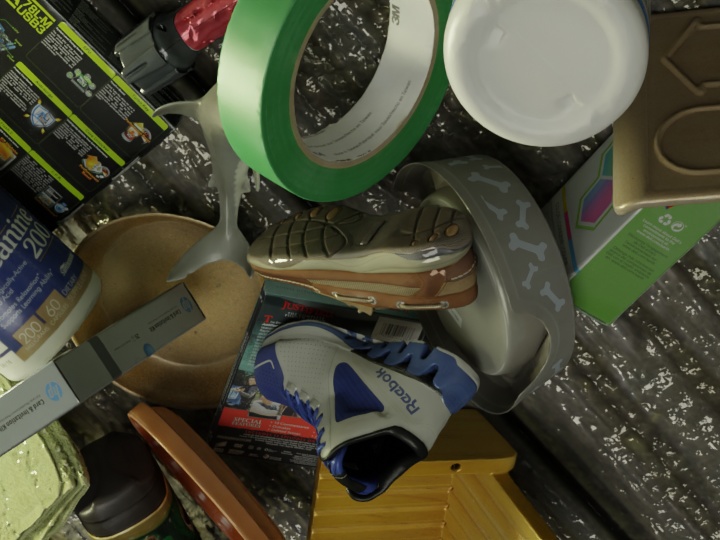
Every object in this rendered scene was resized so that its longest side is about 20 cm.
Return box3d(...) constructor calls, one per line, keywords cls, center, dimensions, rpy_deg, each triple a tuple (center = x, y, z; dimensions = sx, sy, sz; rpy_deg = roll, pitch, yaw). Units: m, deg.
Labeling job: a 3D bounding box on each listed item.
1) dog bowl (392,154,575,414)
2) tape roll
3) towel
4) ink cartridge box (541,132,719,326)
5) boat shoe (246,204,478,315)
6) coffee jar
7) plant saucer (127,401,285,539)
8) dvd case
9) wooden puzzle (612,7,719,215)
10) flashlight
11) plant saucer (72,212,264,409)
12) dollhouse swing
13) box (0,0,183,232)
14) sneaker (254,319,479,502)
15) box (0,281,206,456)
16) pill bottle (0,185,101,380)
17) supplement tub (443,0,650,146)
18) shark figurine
box3d(cls="dog bowl", center=(0.093, 0.005, 1.234), dimensions=(0.058, 0.200, 0.202), rpy_deg=(-20, 124, -17))
box3d(cls="tape roll", center=(-0.011, -0.149, 1.142), dimensions=(0.048, 0.199, 0.202), rpy_deg=(31, 133, 34))
box3d(cls="towel", center=(-0.321, 0.149, 1.446), dimensions=(0.201, 0.036, 0.148), rpy_deg=(53, 125, 14))
box3d(cls="ink cartridge box", center=(0.219, -0.065, 1.200), dimensions=(0.059, 0.104, 0.200), rpy_deg=(28, 125, -22))
box3d(cls="boat shoe", center=(0.000, 0.000, 1.194), dimensions=(0.198, 0.076, 0.072), rpy_deg=(3, 127, 39))
box3d(cls="coffee jar", center=(-0.192, 0.246, 1.484), dimensions=(0.085, 0.104, 0.201), rpy_deg=(-29, 122, -7))
box3d(cls="plant saucer", center=(-0.125, 0.189, 1.414), dimensions=(0.032, 0.200, 0.201), rpy_deg=(-42, 114, -12))
box3d(cls="dvd case", center=(-0.038, 0.094, 1.381), dimensions=(0.144, 0.022, 0.201), rpy_deg=(9, 133, -14))
box3d(cls="wooden puzzle", center=(0.272, -0.111, 1.120), dimensions=(0.197, 0.187, 0.047), rpy_deg=(-7, 137, 17))
box3d(cls="flashlight", center=(-0.093, -0.196, 1.195), dimensions=(0.199, 0.069, 0.068), rpy_deg=(-29, 148, 22))
box3d(cls="plant saucer", center=(-0.154, 0.028, 1.382), dimensions=(0.197, 0.036, 0.202), rpy_deg=(5, 125, 8))
box3d(cls="dollhouse swing", center=(0.060, 0.253, 1.394), dimensions=(0.179, 0.177, 0.202), rpy_deg=(-1, 127, -14))
box3d(cls="box", center=(-0.271, -0.138, 1.287), dimensions=(0.192, 0.048, 0.200), rpy_deg=(-36, 111, 27))
box3d(cls="sneaker", center=(-0.015, 0.110, 1.257), dimensions=(0.198, 0.116, 0.081), rpy_deg=(4, 143, 38))
box3d(cls="box", center=(-0.230, 0.088, 1.293), dimensions=(0.155, 0.200, 0.041), rpy_deg=(-32, 93, 28))
box3d(cls="pill bottle", center=(-0.309, -0.016, 1.284), dimensions=(0.111, 0.111, 0.200), rpy_deg=(-35, 112, 29))
box3d(cls="supplement tub", center=(0.128, -0.184, 1.083), dimensions=(0.130, 0.201, 0.133), rpy_deg=(5, 124, 7))
box3d(cls="shark figurine", center=(-0.117, -0.095, 1.251), dimensions=(0.088, 0.129, 0.215), rpy_deg=(4, 144, -8))
